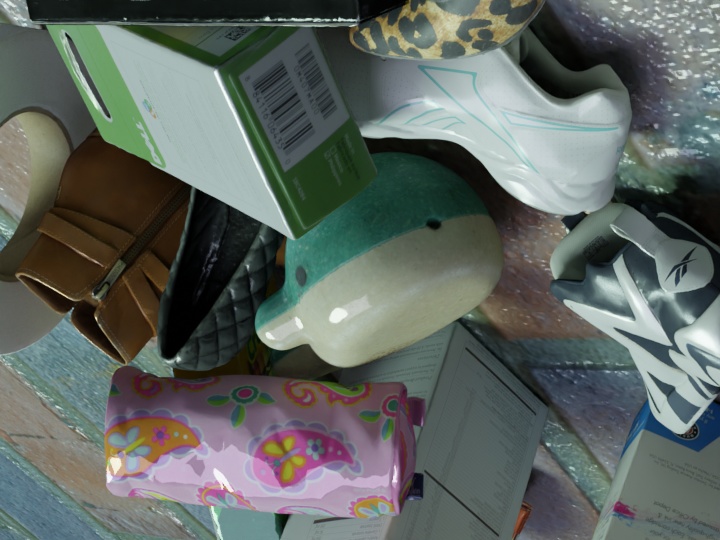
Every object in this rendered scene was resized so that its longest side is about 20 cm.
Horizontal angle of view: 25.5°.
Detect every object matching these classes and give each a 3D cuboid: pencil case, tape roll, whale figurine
[{"bbox_3d":[-0.060,0.105,0.991,0.198,0.088,0.088,2,147,7],"label":"pencil case"},{"bbox_3d":[-0.219,-0.049,0.972,0.037,0.204,0.204,13,149,24],"label":"tape roll"},{"bbox_3d":[0.000,0.000,0.959,0.105,0.158,0.200,66,152,13],"label":"whale figurine"}]

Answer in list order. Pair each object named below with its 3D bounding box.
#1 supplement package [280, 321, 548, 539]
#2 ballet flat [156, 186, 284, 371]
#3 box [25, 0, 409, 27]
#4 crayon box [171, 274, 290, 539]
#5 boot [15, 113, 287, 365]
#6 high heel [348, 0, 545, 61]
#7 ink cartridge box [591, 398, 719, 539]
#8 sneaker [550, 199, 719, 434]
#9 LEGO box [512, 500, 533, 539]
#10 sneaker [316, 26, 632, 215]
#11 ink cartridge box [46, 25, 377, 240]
[{"bbox_3d":[0.033,0.155,1.088,0.109,0.201,0.114,-17,131,43],"label":"supplement package"},{"bbox_3d":[-0.074,-0.035,0.921,0.066,0.202,0.057,17,-165,22],"label":"ballet flat"},{"bbox_3d":[-0.078,-0.192,0.706,0.198,0.049,0.161,5,112,33],"label":"box"},{"bbox_3d":[-0.082,0.083,1.100,0.050,0.127,0.202,-7,115,12],"label":"crayon box"},{"bbox_3d":[-0.105,-0.004,0.995,0.199,0.156,0.074,35,155,-13],"label":"boot"},{"bbox_3d":[0.044,-0.168,0.684,0.199,0.072,0.142,-21,135,33],"label":"high heel"},{"bbox_3d":[0.205,0.187,1.009,0.115,0.201,0.067,24,152,5],"label":"ink cartridge box"},{"bbox_3d":[0.164,0.017,0.906,0.129,0.080,0.199,43,176,11],"label":"sneaker"},{"bbox_3d":[0.011,0.203,1.236,0.199,0.150,0.077,27,176,-1],"label":"LEGO box"},{"bbox_3d":[0.047,-0.102,0.819,0.198,0.071,0.081,21,135,6],"label":"sneaker"},{"bbox_3d":[-0.086,-0.099,0.828,0.199,0.059,0.104,27,149,48],"label":"ink cartridge box"}]
